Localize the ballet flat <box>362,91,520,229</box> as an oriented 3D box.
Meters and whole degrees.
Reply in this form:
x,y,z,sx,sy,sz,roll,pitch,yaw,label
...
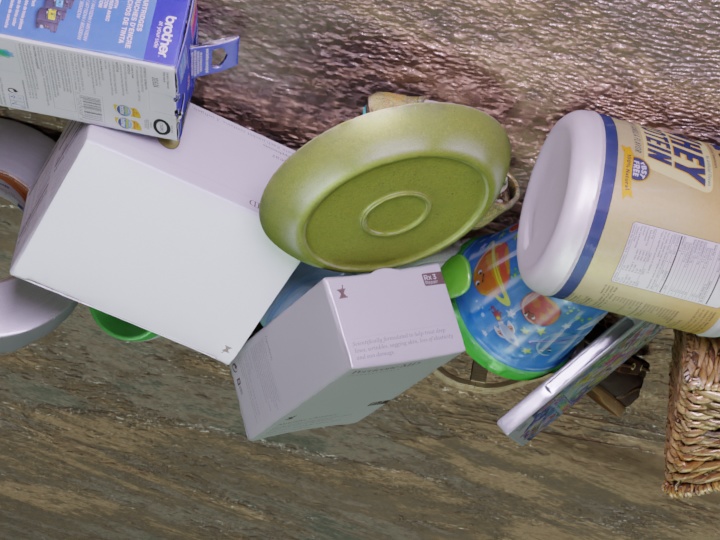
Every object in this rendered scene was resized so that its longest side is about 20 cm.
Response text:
x,y,z,sx,sy,sz,roll,pitch,yaw,label
0.070,-0.094,1.549,0.071,0.071,0.200,0,157,29,ballet flat

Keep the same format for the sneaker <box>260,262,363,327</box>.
x,y,z,sx,sy,sz,roll,pitch,yaw,label
0.000,0.000,1.703,0.200,0.082,0.074,-28,154,12,sneaker

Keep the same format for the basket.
x,y,z,sx,sy,sz,roll,pitch,yaw,label
0.327,0.077,1.619,0.142,0.200,0.149,6,135,6,basket

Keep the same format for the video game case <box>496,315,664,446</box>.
x,y,z,sx,sy,sz,roll,pitch,yaw,label
0.210,0.084,1.774,0.018,0.200,0.143,51,-178,13,video game case

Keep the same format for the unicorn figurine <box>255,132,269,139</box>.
x,y,z,sx,sy,sz,roll,pitch,yaw,label
-0.096,-0.053,1.713,0.137,0.074,0.200,-2,153,5,unicorn figurine

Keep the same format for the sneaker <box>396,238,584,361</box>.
x,y,z,sx,sy,sz,roll,pitch,yaw,label
0.121,0.032,1.777,0.200,0.081,0.075,20,132,-20,sneaker

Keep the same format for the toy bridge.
x,y,z,sx,sy,sz,roll,pitch,yaw,label
0.124,0.090,2.012,0.200,0.067,0.027,11,161,1,toy bridge

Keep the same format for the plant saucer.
x,y,z,sx,sy,sz,roll,pitch,yaw,label
0.023,-0.053,1.497,0.200,0.031,0.200,-14,149,-8,plant saucer

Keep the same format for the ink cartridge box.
x,y,z,sx,sy,sz,roll,pitch,yaw,label
-0.192,-0.164,1.459,0.200,0.077,0.136,13,161,0,ink cartridge box

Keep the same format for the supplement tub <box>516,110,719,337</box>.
x,y,z,sx,sy,sz,roll,pitch,yaw,label
0.232,-0.031,1.500,0.200,0.145,0.144,14,160,-10,supplement tub

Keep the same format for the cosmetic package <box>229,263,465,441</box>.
x,y,z,sx,sy,sz,roll,pitch,yaw,label
-0.015,0.068,1.613,0.113,0.081,0.200,-8,165,-29,cosmetic package

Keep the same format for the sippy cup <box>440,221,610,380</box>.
x,y,z,sx,sy,sz,roll,pitch,yaw,label
0.159,0.009,1.693,0.140,0.178,0.130,50,142,0,sippy cup

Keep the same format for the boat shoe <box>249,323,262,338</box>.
x,y,z,sx,sy,sz,roll,pitch,yaw,label
-0.130,0.050,2.031,0.066,0.072,0.201,-11,156,36,boat shoe

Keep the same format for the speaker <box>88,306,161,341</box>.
x,y,z,sx,sy,sz,roll,pitch,yaw,label
-0.171,0.007,1.788,0.088,0.089,0.200,5,-168,17,speaker

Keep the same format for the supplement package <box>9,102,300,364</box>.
x,y,z,sx,sy,sz,roll,pitch,yaw,label
-0.157,-0.044,1.604,0.200,0.111,0.156,23,126,-17,supplement package

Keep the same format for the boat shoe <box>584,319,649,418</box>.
x,y,z,sx,sy,sz,roll,pitch,yaw,label
0.228,0.081,1.939,0.070,0.070,0.200,38,180,31,boat shoe

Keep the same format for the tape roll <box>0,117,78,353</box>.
x,y,z,sx,sy,sz,roll,pitch,yaw,label
-0.329,-0.030,1.721,0.200,0.201,0.066,15,161,-11,tape roll
